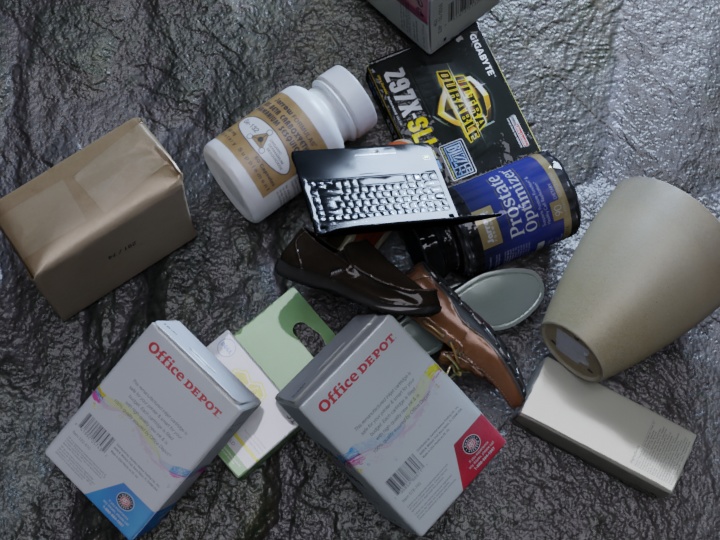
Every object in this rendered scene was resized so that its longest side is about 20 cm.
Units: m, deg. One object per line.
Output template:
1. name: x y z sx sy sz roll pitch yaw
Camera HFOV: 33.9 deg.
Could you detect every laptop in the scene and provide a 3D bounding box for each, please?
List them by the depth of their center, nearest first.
1. laptop: 0.034 -0.097 1.317 0.176 0.104 0.201 -5 53 -18

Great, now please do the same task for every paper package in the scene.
1. paper package: -0.301 -0.055 1.367 0.199 0.191 0.104 -34 76 -12

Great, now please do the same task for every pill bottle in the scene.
1. pill bottle: 0.156 -0.060 1.431 0.199 0.112 0.113 -22 77 -10
2. pill bottle: -0.083 -0.159 1.447 0.199 0.114 0.115 -37 79 -12

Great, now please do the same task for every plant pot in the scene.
1. plant pot: 0.305 0.027 1.366 0.187 0.187 0.200 44 71 9

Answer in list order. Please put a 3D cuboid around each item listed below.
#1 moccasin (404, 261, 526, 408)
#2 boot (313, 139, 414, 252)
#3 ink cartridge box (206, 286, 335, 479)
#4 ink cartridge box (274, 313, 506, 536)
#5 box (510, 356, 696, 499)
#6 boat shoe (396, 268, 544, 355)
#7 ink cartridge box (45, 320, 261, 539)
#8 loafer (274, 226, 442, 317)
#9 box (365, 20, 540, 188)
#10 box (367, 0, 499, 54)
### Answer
1. moccasin: 0.112 0.084 1.359 0.078 0.074 0.201 -44 99 10
2. boot: 0.008 -0.079 1.416 0.075 0.107 0.201 27 83 20
3. ink cartridge box: -0.112 0.128 1.402 0.200 0.048 0.146 -40 79 -10
4. ink cartridge box: 0.029 0.166 1.320 0.145 0.145 0.200 -44 100 -12
5. box: 0.284 0.186 1.393 0.199 0.068 0.083 29 75 6
6. boat shoe: 0.124 0.048 1.427 0.198 0.060 0.076 -17 96 -9
7. ink cartridge box: -0.230 0.175 1.330 0.144 0.085 0.200 42 99 10
8. loafer: 0.000 0.000 1.314 0.199 0.073 0.072 18 92 15
9. box: 0.116 -0.198 1.503 0.159 0.049 0.201 -22 77 -7
10. box: 0.068 -0.397 1.499 0.128 0.109 0.200 -38 66 -15
